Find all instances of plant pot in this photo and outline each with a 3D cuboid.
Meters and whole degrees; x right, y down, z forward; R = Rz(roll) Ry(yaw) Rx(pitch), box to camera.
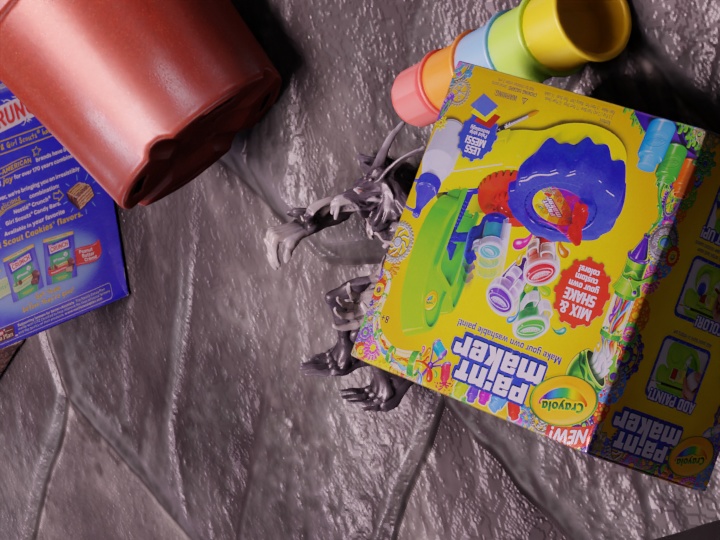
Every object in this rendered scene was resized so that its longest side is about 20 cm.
[{"bbox_3d":[-0.170,-0.164,1.806,0.196,0.200,0.201,50,140,9],"label":"plant pot"}]

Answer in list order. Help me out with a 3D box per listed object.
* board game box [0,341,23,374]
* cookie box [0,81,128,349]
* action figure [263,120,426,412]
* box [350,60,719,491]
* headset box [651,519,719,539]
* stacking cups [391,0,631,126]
[{"bbox_3d":[-0.411,0.035,2.262,0.200,0.097,0.160,56,141,15],"label":"board game box"},{"bbox_3d":[-0.280,-0.054,1.998,0.075,0.171,0.201,12,116,43],"label":"cookie box"},{"bbox_3d":[0.000,0.000,1.740,0.119,0.102,0.201,43,139,45],"label":"action figure"},{"bbox_3d":[0.130,0.002,1.495,0.199,0.122,0.194,20,90,45],"label":"box"},{"bbox_3d":[0.230,0.261,1.556,0.149,0.075,0.201,-122,26,-45],"label":"headset box"},{"bbox_3d":[0.088,-0.130,1.600,0.200,0.060,0.061,-26,87,54],"label":"stacking cups"}]
